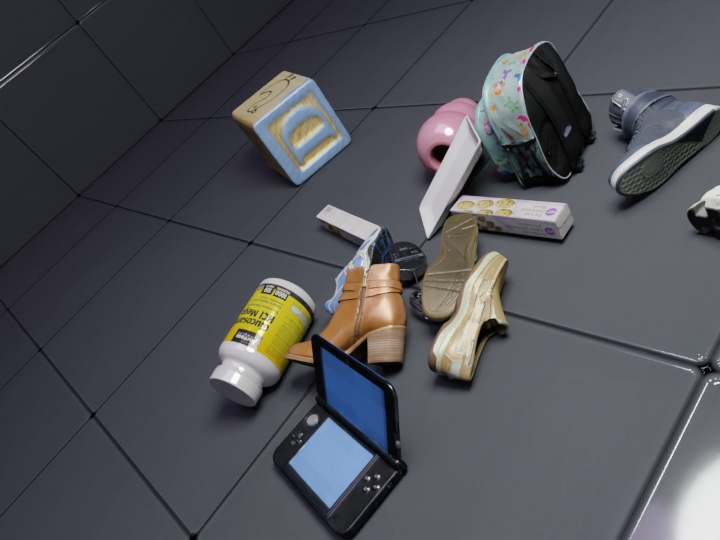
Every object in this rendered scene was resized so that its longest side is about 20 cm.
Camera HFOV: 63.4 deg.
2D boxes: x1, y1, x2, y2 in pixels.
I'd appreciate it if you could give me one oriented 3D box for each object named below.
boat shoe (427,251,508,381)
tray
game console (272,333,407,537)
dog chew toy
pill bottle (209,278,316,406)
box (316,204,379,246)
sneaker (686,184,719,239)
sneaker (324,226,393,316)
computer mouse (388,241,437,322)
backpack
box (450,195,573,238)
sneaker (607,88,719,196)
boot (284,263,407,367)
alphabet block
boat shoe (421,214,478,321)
[{"bbox_3d":[0.170,0.065,0.804,0.076,0.072,0.200,17,67,33],"label":"boat shoe"},{"bbox_3d":[0.158,-0.159,1.017,0.107,0.022,0.200,-97,27,-52],"label":"tray"},{"bbox_3d":[-0.042,0.207,0.767,0.171,0.118,0.200,-47,35,-14],"label":"game console"},{"bbox_3d":[0.183,-0.268,1.128,0.124,0.125,0.200,-11,34,32],"label":"dog chew toy"},{"bbox_3d":[-0.165,0.120,0.980,0.112,0.112,0.200,-3,47,39],"label":"pill bottle"},{"bbox_3d":[-0.020,-0.085,1.158,0.041,0.039,0.200,-47,36,-11],"label":"box"},{"bbox_3d":[0.489,-0.069,0.661,0.089,0.074,0.200,-44,36,-8],"label":"sneaker"},{"bbox_3d":[0.000,0.000,1.007,0.077,0.076,0.200,-1,47,34],"label":"sneaker"},{"bbox_3d":[0.092,0.019,0.952,0.059,0.034,0.200,-11,40,-7],"label":"computer mouse"},{"bbox_3d":[0.279,-0.262,0.959,0.150,0.200,0.178,4,52,44],"label":"backpack"},{"bbox_3d":[0.233,-0.087,0.924,0.200,0.039,0.041,15,59,49],"label":"box"},{"bbox_3d":[0.406,-0.196,0.867,0.202,0.077,0.146,-34,45,-13],"label":"sneaker"},{"bbox_3d":[-0.022,0.072,0.902,0.200,0.074,0.155,-6,72,18],"label":"boot"},{"bbox_3d":[-0.177,-0.365,1.485,0.195,0.196,0.200,-40,34,-8],"label":"alphabet block"},{"bbox_3d":[0.143,0.003,0.897,0.073,0.063,0.201,1,50,20],"label":"boat shoe"}]
